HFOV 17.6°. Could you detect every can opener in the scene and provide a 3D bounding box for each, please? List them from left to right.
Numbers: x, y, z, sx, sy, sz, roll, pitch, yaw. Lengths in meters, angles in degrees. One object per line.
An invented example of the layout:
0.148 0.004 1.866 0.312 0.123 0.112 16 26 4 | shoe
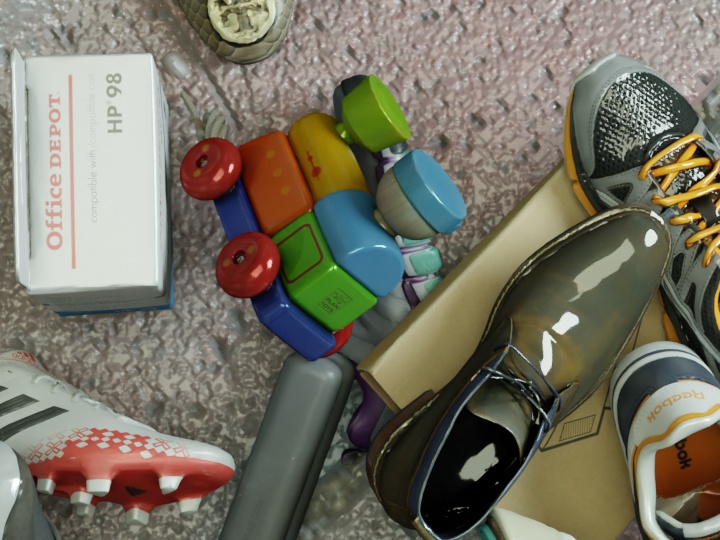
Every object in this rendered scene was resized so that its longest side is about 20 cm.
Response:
-0.067 0.129 1.211 0.067 0.053 0.201 22 98 12 | can opener

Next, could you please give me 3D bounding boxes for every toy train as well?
-0.026 -0.061 1.187 0.116 0.085 0.200 -35 48 13 | toy train

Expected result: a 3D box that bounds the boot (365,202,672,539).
0.087 0.055 1.125 0.075 0.097 0.200 40 95 -13 | boot

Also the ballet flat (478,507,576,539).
0.104 0.174 1.172 0.069 0.200 0.070 -6 50 7 | ballet flat

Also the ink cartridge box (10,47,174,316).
-0.131 -0.041 1.166 0.066 0.200 0.116 -2 86 -2 | ink cartridge box

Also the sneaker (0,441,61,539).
-0.161 0.156 1.181 0.082 0.200 0.077 -11 45 -15 | sneaker

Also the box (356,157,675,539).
0.118 0.041 1.216 0.200 0.021 0.164 -45 104 -14 | box

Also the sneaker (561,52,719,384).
0.173 -0.022 1.184 0.078 0.077 0.200 -33 99 -15 | sneaker

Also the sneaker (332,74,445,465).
0.000 0.000 1.231 0.087 0.074 0.201 -17 87 3 | sneaker

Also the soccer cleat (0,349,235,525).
-0.159 0.082 1.207 0.199 0.069 0.086 -1 66 18 | soccer cleat

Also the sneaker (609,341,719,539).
0.181 0.137 1.184 0.078 0.079 0.200 -26 114 3 | sneaker

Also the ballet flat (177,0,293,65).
-0.080 -0.210 1.257 0.067 0.046 0.201 -11 86 -1 | ballet flat
